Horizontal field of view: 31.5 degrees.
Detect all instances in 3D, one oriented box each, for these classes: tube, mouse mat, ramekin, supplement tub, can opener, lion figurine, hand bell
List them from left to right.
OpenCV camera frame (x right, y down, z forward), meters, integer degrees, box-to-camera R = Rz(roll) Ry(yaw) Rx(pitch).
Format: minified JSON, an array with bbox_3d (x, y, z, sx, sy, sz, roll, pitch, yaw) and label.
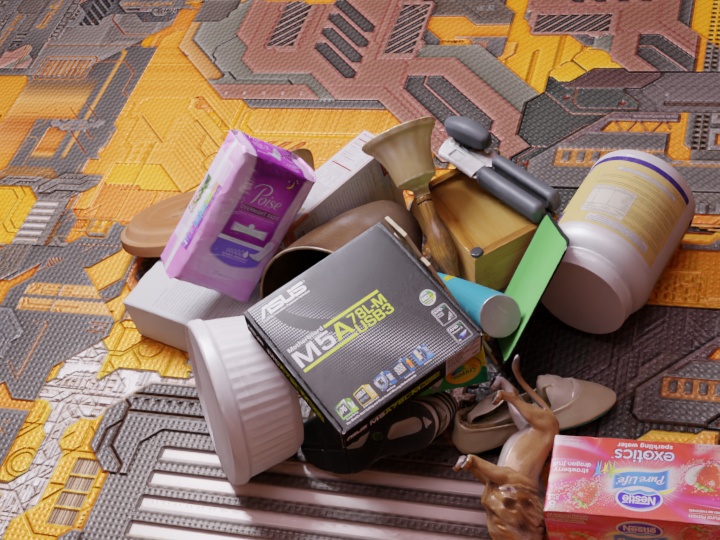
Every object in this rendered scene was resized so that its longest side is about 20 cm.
[{"bbox_3d":[-0.136,0.145,1.518,0.094,0.203,0.203,-16,44,-15],"label":"ramekin"},{"bbox_3d":[0.084,-0.084,1.641,0.103,0.104,0.201,-21,83,-4],"label":"hand bell"},{"bbox_3d":[0.138,0.039,1.549,0.050,0.077,0.200,-46,15,-3],"label":"tube"},{"bbox_3d":[0.175,-0.137,1.659,0.053,0.067,0.200,-37,48,-17],"label":"can opener"},{"bbox_3d":[0.177,0.204,1.407,0.122,0.072,0.201,30,69,-4],"label":"lion figurine"},{"bbox_3d":[0.200,0.017,1.525,0.007,0.162,0.200,25,12,-6],"label":"mouse mat"},{"bbox_3d":[0.312,-0.035,1.581,0.145,0.146,0.200,18,54,30],"label":"supplement tub"}]

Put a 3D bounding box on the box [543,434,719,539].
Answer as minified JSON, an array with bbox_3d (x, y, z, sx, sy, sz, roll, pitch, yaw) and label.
[{"bbox_3d":[0.300,0.245,1.351,0.198,0.096,0.100,2,49,18],"label":"box"}]

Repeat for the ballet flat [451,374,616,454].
[{"bbox_3d":[0.199,0.158,1.482,0.198,0.070,0.070,-19,45,-2],"label":"ballet flat"}]

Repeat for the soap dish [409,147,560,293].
[{"bbox_3d":[0.172,-0.066,1.699,0.156,0.082,0.200,-26,47,-9],"label":"soap dish"}]

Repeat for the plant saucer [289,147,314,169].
[{"bbox_3d":[-0.124,-0.078,1.740,0.035,0.201,0.200,42,67,13],"label":"plant saucer"}]

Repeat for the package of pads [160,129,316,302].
[{"bbox_3d":[-0.152,-0.065,1.605,0.201,0.120,0.076,-58,39,16],"label":"package of pads"}]

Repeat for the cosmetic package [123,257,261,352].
[{"bbox_3d":[-0.205,0.056,1.704,0.199,0.072,0.102,18,54,30],"label":"cosmetic package"}]

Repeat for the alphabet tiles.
[{"bbox_3d":[0.096,0.023,1.529,0.006,0.201,0.166,-36,19,-1],"label":"alphabet tiles"}]

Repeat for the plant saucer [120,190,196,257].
[{"bbox_3d":[-0.245,-0.074,1.816,0.198,0.033,0.201,-11,21,4],"label":"plant saucer"}]

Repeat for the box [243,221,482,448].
[{"bbox_3d":[0.003,0.067,1.431,0.199,0.048,0.193,-33,64,-15],"label":"box"}]

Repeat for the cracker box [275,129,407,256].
[{"bbox_3d":[-0.031,-0.077,1.734,0.200,0.135,0.058,-41,50,-22],"label":"cracker box"}]

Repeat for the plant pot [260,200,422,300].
[{"bbox_3d":[0.000,0.000,1.641,0.185,0.188,0.200,10,36,25],"label":"plant pot"}]

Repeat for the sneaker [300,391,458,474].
[{"bbox_3d":[0.030,0.187,1.523,0.199,0.076,0.115,-15,0,33],"label":"sneaker"}]

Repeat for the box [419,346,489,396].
[{"bbox_3d":[0.043,0.122,1.488,0.198,0.049,0.117,-10,3,-1],"label":"box"}]
